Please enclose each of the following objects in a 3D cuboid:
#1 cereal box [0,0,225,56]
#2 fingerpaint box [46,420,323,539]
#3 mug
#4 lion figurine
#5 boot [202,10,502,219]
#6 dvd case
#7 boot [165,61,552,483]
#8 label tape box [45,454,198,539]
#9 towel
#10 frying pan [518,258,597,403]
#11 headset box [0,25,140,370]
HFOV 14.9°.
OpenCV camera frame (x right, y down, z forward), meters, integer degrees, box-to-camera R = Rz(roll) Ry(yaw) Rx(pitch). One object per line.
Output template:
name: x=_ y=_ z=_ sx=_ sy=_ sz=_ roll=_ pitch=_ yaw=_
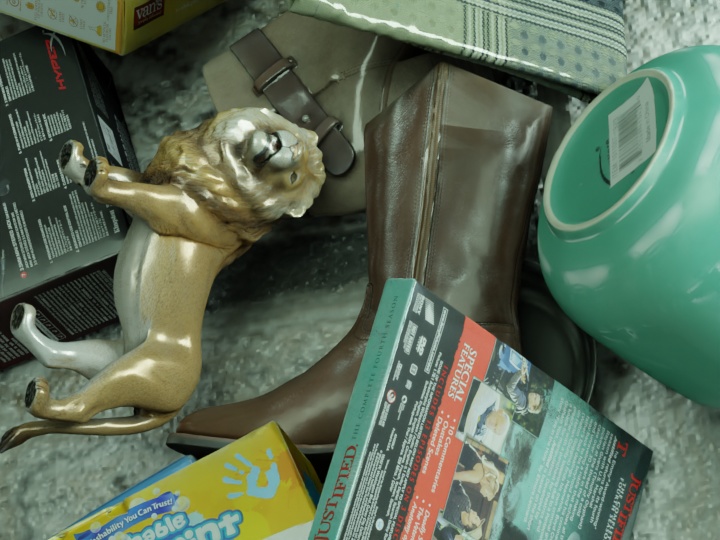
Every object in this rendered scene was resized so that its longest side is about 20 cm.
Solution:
cereal box: x=-0.168 y=-0.180 z=1.478 sx=0.200 sy=0.040 sz=0.144 roll=21 pitch=32 yaw=25
fingerpaint box: x=-0.086 y=0.191 z=1.246 sx=0.200 sy=0.073 sz=0.167 roll=-28 pitch=64 yaw=3
mug: x=0.148 y=-0.030 z=1.289 sx=0.152 sy=0.114 sz=0.185 roll=-61 pitch=26 yaw=-8
lion figurine: x=-0.097 y=0.008 z=1.350 sx=0.072 sy=0.122 sz=0.200 roll=21 pitch=91 yaw=60
boot: x=-0.012 y=-0.124 z=1.435 sx=0.146 sy=0.070 sz=0.200 roll=-20 pitch=63 yaw=11
dvd case: x=0.056 y=0.110 z=1.241 sx=0.022 sy=0.200 sz=0.146 roll=0 pitch=66 yaw=42
boot: x=0.000 y=0.000 z=1.346 sx=0.186 sy=0.064 sz=0.200 roll=-1 pitch=74 yaw=14
label tape box: x=-0.092 y=0.211 z=1.316 sx=0.143 sy=0.066 sz=0.200 roll=-30 pitch=65 yaw=3
towel: x=0.043 y=-0.180 z=1.389 sx=0.035 sy=0.200 sz=0.193 roll=-43 pitch=39 yaw=48
frying pan: x=0.051 y=0.085 z=1.343 sx=0.115 sy=0.031 sz=0.190 roll=18 pitch=85 yaw=30
headset box: x=-0.215 y=-0.023 z=1.448 sx=0.200 sy=0.077 sz=0.149 roll=-23 pitch=62 yaw=7
